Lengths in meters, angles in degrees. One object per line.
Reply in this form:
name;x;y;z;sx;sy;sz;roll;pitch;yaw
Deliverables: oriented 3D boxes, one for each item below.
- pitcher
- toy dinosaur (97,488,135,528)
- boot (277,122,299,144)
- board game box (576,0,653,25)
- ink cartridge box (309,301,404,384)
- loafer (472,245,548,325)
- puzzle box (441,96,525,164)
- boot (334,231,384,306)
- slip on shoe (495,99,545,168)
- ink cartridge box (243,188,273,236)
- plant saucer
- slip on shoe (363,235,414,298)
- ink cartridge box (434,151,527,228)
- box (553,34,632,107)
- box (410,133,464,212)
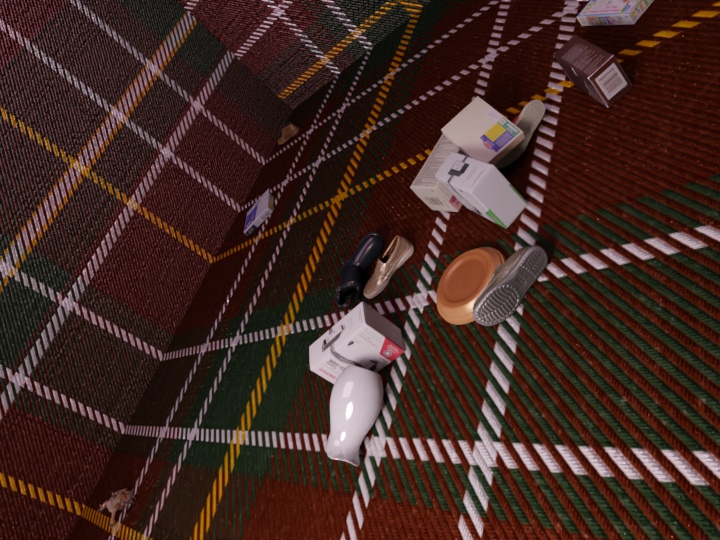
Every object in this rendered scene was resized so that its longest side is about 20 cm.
pitcher;-0.026;0.330;1.255;0.171;0.119;0.204;-21;50;68
toy dinosaur;-0.906;0.864;2.035;0.136;0.086;0.200;-48;10;-13
boot;-0.450;-0.826;3.250;0.198;0.075;0.075;-23;41;46
board game box;0.679;-0.707;1.410;0.135;0.034;0.200;-50;28;7
ink cartridge box;-0.011;0.195;1.333;0.199;0.146;0.084;-41;31;22
loafer;0.306;0.030;1.125;0.200;0.075;0.070;-47;16;3
puzzle box;0.312;-0.354;1.397;0.132;0.025;0.201;-40;50;7
boot;0.000;0.000;1.596;0.200;0.076;0.169;-47;20;27
slip on shoe;0.405;-0.350;1.405;0.202;0.073;0.061;-55;3;0
ink cartridge box;-0.526;-0.303;2.808;0.197;0.047;0.202;-43;28;23
plant saucer;0.247;0.027;1.242;0.199;0.037;0.202;-37;32;28
slip on shoe;0.068;-0.011;1.536;0.200;0.060;0.076;-47;28;11
ink cartridge box;0.289;-0.201;1.321;0.084;0.146;0.200;-50;27;5
box;0.547;-0.477;1.283;0.075;0.100;0.202;-40;30;21
box;0.252;-0.277;1.503;0.202;0.108;0.127;-57;29;-9
